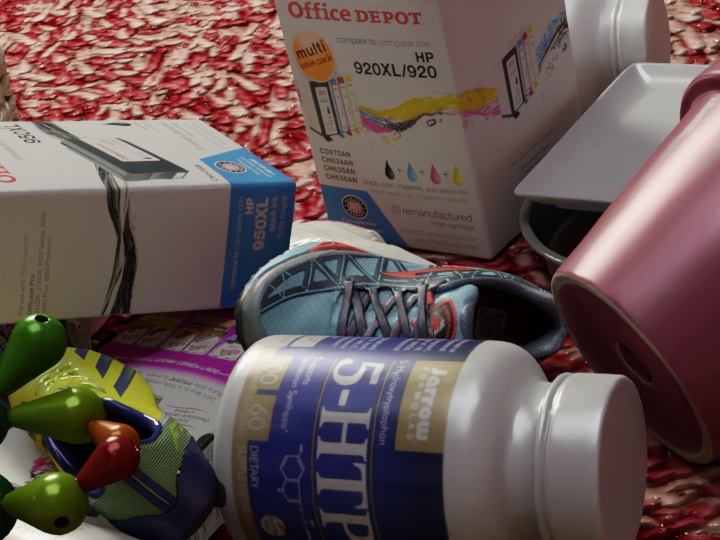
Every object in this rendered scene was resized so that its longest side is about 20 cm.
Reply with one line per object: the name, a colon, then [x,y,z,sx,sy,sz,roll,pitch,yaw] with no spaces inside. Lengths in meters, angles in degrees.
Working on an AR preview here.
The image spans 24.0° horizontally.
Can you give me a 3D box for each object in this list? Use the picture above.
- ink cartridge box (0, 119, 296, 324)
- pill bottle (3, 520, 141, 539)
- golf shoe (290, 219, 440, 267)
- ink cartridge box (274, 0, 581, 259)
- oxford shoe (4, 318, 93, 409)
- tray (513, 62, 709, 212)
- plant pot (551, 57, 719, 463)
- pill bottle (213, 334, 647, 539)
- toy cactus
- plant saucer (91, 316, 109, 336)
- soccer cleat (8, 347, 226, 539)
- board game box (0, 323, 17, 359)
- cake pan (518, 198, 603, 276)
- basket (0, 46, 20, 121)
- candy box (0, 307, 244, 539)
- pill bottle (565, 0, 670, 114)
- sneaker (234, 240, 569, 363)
ink cartridge box: [-0.161,-0.034,1.034,0.199,0.085,0.144,-4,22,-31]
pill bottle: [-0.141,0.175,0.797,0.199,0.115,0.114,10,36,37]
golf shoe: [0.000,0.000,1.099,0.199,0.076,0.091,11,33,37]
ink cartridge box: [0.052,-0.136,1.183,0.146,0.201,0.145,9,35,37]
oxford shoe: [-0.204,0.020,1.112,0.075,0.058,0.201,16,54,-2]
tray: [0.194,-0.088,1.141,0.107,0.022,0.200,6,34,33]
plant pot: [0.209,-0.001,0.902,0.179,0.201,0.200,-38,33,-11]
pill bottle: [0.037,0.094,0.858,0.199,0.120,0.120,0,31,25]
toy cactus: [-0.195,0.084,0.772,0.200,0.102,0.165,36,83,37]
plant saucer: [-0.273,0.018,1.210,0.199,0.051,0.201,-11,28,6]
soccer cleat: [-0.139,0.074,0.869,0.065,0.084,0.200,-51,37,-7]
board game box: [-0.302,0.076,1.055,0.199,0.062,0.200,-38,29,-11]
cake pan: [0.204,-0.034,1.104,0.199,0.037,0.201,-11,28,6]
basket: [-0.354,-0.097,1.363,0.135,0.124,0.200,-13,25,8]
candy box: [-0.120,0.096,0.988,0.136,0.061,0.200,7,34,33]
pill bottle: [0.132,-0.169,1.305,0.199,0.109,0.109,0,31,24]
sneaker: [0.029,0.022,0.957,0.199,0.080,0.095,0,-1,-22]
